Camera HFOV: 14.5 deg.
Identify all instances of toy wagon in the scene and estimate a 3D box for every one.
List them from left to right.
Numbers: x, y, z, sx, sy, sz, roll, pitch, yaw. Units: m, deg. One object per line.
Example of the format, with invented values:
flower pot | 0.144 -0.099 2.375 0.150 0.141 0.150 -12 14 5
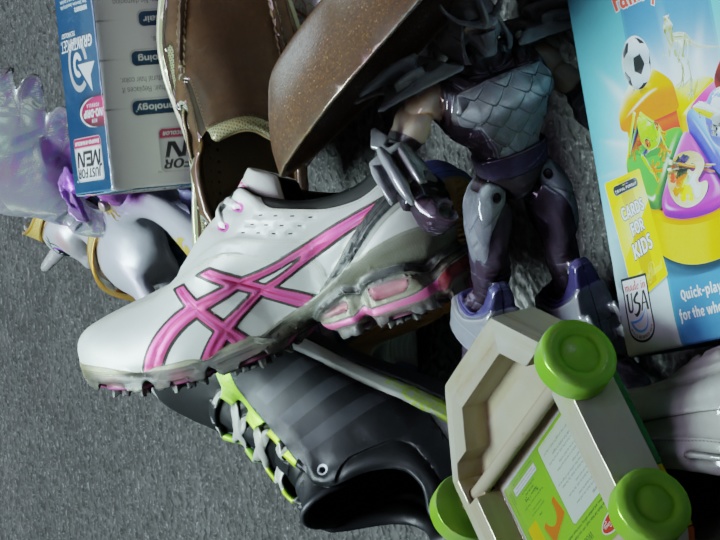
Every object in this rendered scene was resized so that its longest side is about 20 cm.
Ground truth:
toy wagon | 0.092 0.118 1.170 0.200 0.040 0.155 64 153 21

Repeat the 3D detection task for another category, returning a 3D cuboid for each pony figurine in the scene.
pony figurine | -0.133 -0.040 1.618 0.200 0.167 0.193 36 137 35

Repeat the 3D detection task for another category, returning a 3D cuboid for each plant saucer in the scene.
plant saucer | 0.022 -0.125 1.224 0.037 0.200 0.200 42 146 1

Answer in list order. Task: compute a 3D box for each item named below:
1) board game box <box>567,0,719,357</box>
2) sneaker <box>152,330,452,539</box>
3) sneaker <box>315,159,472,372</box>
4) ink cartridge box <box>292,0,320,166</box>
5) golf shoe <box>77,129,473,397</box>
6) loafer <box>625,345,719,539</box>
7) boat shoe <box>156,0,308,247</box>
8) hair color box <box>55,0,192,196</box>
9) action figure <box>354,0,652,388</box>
board game box | 0.148 -0.073 1.143 0.151 0.047 0.200 -18 80 62
sneaker | -0.023 0.081 1.373 0.200 0.083 0.072 14 141 19
sneaker | 0.000 0.000 1.421 0.088 0.075 0.200 66 148 30
ink cartridge box | -0.017 -0.154 1.451 0.200 0.044 0.174 -49 54 56
golf shoe | -0.047 -0.001 1.327 0.073 0.200 0.092 -32 -78 -73
loafer | 0.128 0.085 1.185 0.200 0.070 0.070 -36 38 60
boat shoe | -0.055 -0.075 1.405 0.075 0.075 0.202 -166 67 -79
hair color box | -0.105 -0.142 1.469 0.061 0.100 0.200 -4 92 64
action figure | 0.069 -0.036 1.231 0.069 0.130 0.200 -127 21 -62
